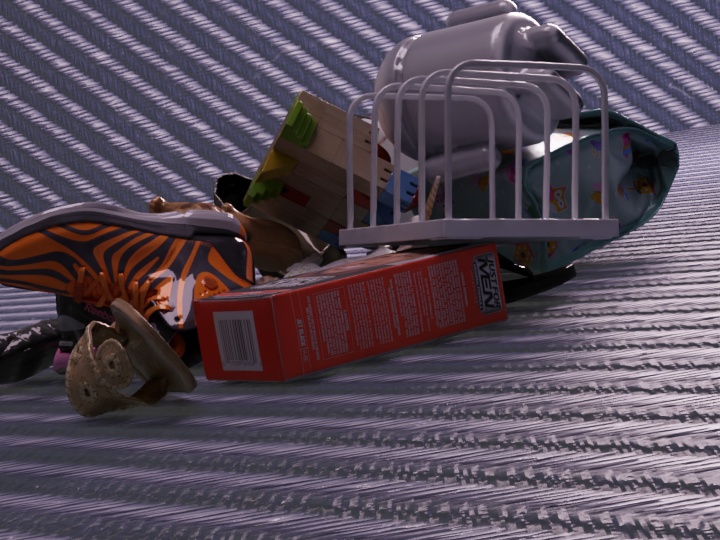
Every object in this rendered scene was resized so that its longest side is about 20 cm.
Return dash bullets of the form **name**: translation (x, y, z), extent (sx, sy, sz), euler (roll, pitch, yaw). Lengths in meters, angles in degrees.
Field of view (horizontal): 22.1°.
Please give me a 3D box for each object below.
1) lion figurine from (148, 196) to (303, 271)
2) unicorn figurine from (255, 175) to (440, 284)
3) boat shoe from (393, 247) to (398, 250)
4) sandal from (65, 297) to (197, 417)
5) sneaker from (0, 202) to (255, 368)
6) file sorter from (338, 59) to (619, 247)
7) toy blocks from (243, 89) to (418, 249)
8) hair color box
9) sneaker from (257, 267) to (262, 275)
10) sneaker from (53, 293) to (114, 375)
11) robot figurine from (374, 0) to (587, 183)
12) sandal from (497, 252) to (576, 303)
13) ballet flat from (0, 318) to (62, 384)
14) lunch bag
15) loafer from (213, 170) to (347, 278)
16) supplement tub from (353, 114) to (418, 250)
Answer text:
- **lion figurine**: translation (-0.108, -0.026, 1.625), extent (0.122, 0.073, 0.200), euler (12, 12, 43)
- **unicorn figurine**: translation (0.000, 0.000, 1.566), extent (0.200, 0.074, 0.137), euler (-29, 1, 5)
- **boat shoe**: translation (0.109, -0.045, 1.805), extent (0.199, 0.065, 0.072), euler (-9, 8, 18)
- **sandal**: translation (-0.162, 0.071, 1.224), extent (0.070, 0.078, 0.212), euler (-43, 4, -9)
- **sneaker**: translation (-0.172, 0.014, 1.359), extent (0.199, 0.112, 0.078), euler (-4, -35, -14)
- **file sorter**: translation (0.083, -0.081, 1.375), extent (0.138, 0.125, 0.200), euler (0, -1, -22)
- **toy blocks**: translation (-0.018, -0.077, 1.618), extent (0.136, 0.100, 0.200), euler (27, -24, -6)
- **hair color box**: translation (-0.005, 0.028, 1.288), extent (0.200, 0.061, 0.101), euler (-13, 6, -38)
- **sneaker**: translation (-0.061, -0.031, 1.912), extent (0.071, 0.073, 0.200), euler (-21, 7, -15)
- **sneaker**: translation (-0.166, 0.022, 1.474), extent (0.079, 0.096, 0.200), euler (-9, 4, 41)
- **robot figurine**: translation (0.094, -0.154, 1.581), extent (0.200, 0.170, 0.113), euler (-8, -32, 36)
- **sandal**: translation (0.071, 0.007, 1.444), extent (0.199, 0.045, 0.075), euler (-7, 5, 28)
- **ballet flat**: translation (-0.297, 0.061, 1.440), extent (0.200, 0.057, 0.066), euler (-14, -23, -35)
- **lunch bag**: translation (0.167, -0.079, 1.655), extent (0.200, 0.122, 0.170), euler (-28, 18, -35)
- **loafer**: translation (-0.088, -0.039, 1.778), extent (0.075, 0.070, 0.200), euler (-44, 40, -13)
- **supplement tub**: translation (0.000, -0.091, 1.811), extent (0.122, 0.123, 0.200), euler (-11, 10, -10)
